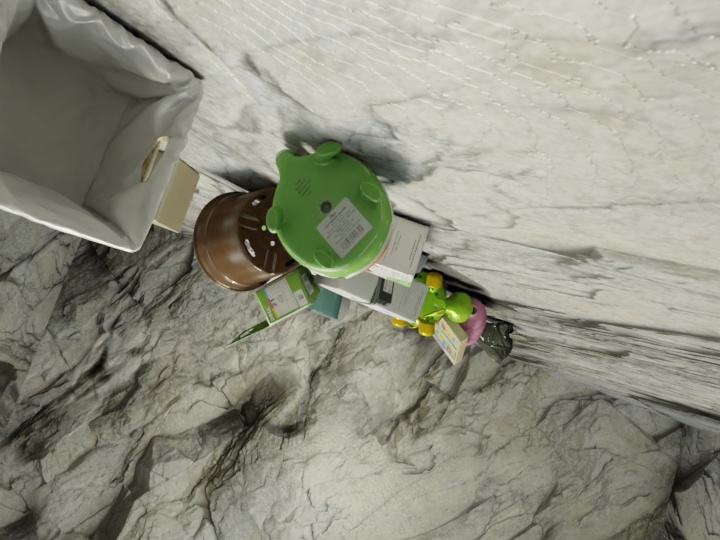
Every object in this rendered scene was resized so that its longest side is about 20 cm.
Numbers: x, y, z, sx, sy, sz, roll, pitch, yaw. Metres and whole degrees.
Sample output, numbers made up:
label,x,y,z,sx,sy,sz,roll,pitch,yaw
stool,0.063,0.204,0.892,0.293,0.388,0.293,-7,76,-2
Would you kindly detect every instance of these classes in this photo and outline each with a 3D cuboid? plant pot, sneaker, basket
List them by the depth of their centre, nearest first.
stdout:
label,x,y,z,sx,sy,sz,roll,pitch,yaw
basket,-0.304,-0.154,0.556,0.159,0.203,0.198,19,175,44
plant pot,-0.197,-0.066,1.027,0.197,0.206,0.196,23,164,-29
sneaker,0.389,0.172,1.641,0.200,0.114,0.076,48,-171,19
plant pot,-0.164,0.095,2.292,0.195,0.165,0.201,19,174,2

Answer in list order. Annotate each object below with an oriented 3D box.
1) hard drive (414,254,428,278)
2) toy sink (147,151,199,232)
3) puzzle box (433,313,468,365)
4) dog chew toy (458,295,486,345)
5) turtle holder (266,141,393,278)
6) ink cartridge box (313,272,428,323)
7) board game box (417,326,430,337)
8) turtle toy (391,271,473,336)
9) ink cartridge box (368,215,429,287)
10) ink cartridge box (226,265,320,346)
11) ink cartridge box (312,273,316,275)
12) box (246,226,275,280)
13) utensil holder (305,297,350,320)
label,x,y,z,sx,sy,sz,roll,pitch,yaw
hard drive,0.038,-0.036,1.109,0.195,0.043,0.135,20,174,4
toy sink,-0.452,-0.178,1.105,0.195,0.134,0.112,18,174,10
puzzle box,0.194,0.126,1.354,0.202,0.025,0.135,55,162,30
dog chew toy,0.264,0.120,1.366,0.121,0.128,0.200,19,166,6
turtle holder,-0.044,-0.068,0.667,0.181,0.145,0.132,17,174,19
ink cartridge box,0.019,0.028,1.120,0.196,0.086,0.144,25,173,-25
board game box,0.118,0.080,1.409,0.199,0.023,0.107,41,152,45
turtle toy,0.162,0.070,1.248,0.196,0.150,0.100,16,-167,31
ink cartridge box,0.006,-0.052,0.893,0.195,0.086,0.146,20,174,6
ink cartridge box,-0.190,0.068,1.117,0.077,0.196,0.148,63,-176,-5
ink cartridge box,-0.177,-0.060,1.410,0.141,0.086,0.200,19,173,6
box,-0.212,-0.052,1.274,0.144,0.037,0.198,43,139,-21
utensil holder,-0.176,0.168,2.916,0.196,0.175,0.169,21,174,-29
